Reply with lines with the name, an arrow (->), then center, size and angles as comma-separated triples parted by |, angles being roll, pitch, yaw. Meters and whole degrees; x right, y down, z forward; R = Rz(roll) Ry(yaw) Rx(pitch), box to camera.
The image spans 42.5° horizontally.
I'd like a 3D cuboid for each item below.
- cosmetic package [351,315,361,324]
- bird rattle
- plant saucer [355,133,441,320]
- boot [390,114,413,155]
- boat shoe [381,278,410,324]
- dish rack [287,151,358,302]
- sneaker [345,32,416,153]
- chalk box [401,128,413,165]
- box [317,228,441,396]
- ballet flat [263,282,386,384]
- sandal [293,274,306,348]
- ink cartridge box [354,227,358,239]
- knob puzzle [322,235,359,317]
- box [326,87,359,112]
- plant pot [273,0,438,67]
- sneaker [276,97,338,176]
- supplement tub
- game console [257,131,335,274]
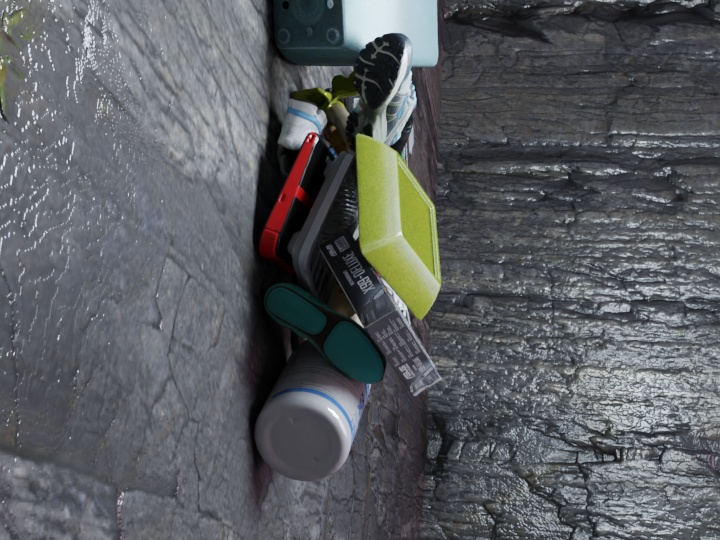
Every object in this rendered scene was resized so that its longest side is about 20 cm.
cosmetic package -> -0.028, 0.060, 1.626 | 0.200, 0.073, 0.104 | 7, 85, -79
bird rattle -> -0.034, -0.201, 1.431 | 0.200, 0.113, 0.163 | 90, -24, -49
plant saucer -> 0.059, -0.064, 1.263 | 0.200, 0.048, 0.200 | 48, 32, -49
boot -> 0.055, -0.183, 1.566 | 0.165, 0.066, 0.200 | 58, -32, 23
boat shoe -> 0.043, 0.053, 1.424 | 0.074, 0.067, 0.200 | -50, 159, -2
dish rack -> -0.048, -0.062, 1.310 | 0.172, 0.044, 0.200 | 78, 34, -65
sneaker -> 0.039, -0.248, 1.278 | 0.086, 0.078, 0.200 | -24, 152, -32
chalk box -> 0.028, -0.242, 1.767 | 0.200, 0.124, 0.125 | -72, 161, -55
box -> 0.029, 0.059, 1.246 | 0.158, 0.050, 0.200 | 59, 2, 39
ballet flat -> -0.045, 0.080, 1.275 | 0.067, 0.200, 0.070 | -53, -174, 8
sandal -> -0.071, 0.034, 1.433 | 0.082, 0.055, 0.200 | 28, 64, -79
ink cartridge box -> -0.014, -0.062, 1.537 | 0.067, 0.200, 0.117 | -38, 151, -13
knob puzzle -> 0.000, 0.000, 1.385 | 0.220, 0.030, 0.220 | -43, 158, -22
box -> -0.021, -0.212, 1.607 | 0.110, 0.035, 0.200 | -140, -136, -64
plant pot -> -0.021, -0.380, 1.314 | 0.200, 0.196, 0.196 | -28, 121, -55
sneaker -> -0.087, -0.166, 1.340 | 0.087, 0.075, 0.200 | -65, 163, -15
supplement tub -> -0.061, 0.187, 1.291 | 0.200, 0.132, 0.132 | -64, 153, -65
game console -> -0.080, -0.088, 1.301 | 0.200, 0.031, 0.177 | 44, 66, -77
